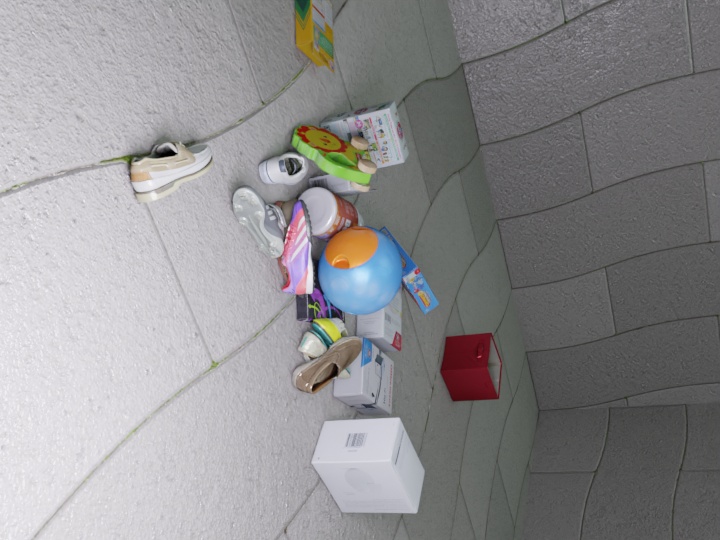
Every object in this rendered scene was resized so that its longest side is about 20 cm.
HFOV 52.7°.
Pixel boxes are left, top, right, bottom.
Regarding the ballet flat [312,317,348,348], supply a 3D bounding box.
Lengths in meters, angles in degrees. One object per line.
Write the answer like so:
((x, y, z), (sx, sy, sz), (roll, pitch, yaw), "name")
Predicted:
((-0.063, 0.150, 1.708), (0.067, 0.066, 0.201), (-46, 150, -17), "ballet flat")

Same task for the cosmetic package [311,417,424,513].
((0.022, 0.454, 1.684), (0.124, 0.195, 0.202), (-69, 144, -47), "cosmetic package")

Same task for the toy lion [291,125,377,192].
((-0.068, -0.277, 1.708), (0.201, 0.188, 0.070), (-105, -147, -54), "toy lion")

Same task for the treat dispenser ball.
((0.000, 0.000, 1.678), (0.200, 0.197, 0.206), (-7, 90, -67), "treat dispenser ball")

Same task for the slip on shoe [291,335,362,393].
((-0.061, 0.212, 1.625), (0.198, 0.060, 0.078), (-24, 123, -37), "slip on shoe")

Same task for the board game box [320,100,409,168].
((0.011, -0.341, 1.892), (0.065, 0.196, 0.150), (-60, 137, -55), "board game box")

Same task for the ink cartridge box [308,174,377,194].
((-0.041, -0.218, 1.848), (0.199, 0.107, 0.052), (-16, 98, -67), "ink cartridge box")

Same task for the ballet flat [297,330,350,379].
((-0.089, 0.212, 1.690), (0.063, 0.067, 0.201), (-54, 136, -19), "ballet flat")

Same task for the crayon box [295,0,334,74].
((-0.117, -0.615, 1.859), (0.125, 0.051, 0.205), (23, 61, -64), "crayon box")

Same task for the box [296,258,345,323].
((-0.094, 0.053, 1.736), (0.199, 0.035, 0.146), (18, 67, -66), "box")

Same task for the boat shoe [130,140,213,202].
((-0.315, -0.185, 1.235), (0.201, 0.073, 0.070), (-56, 139, -56), "boat shoe")

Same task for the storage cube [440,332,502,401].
((0.406, 0.355, 2.646), (0.173, 0.176, 0.202), (-73, 148, -44), "storage cube")

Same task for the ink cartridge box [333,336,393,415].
((0.011, 0.273, 1.858), (0.200, 0.084, 0.149), (43, 45, -54), "ink cartridge box")

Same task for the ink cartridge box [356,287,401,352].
((0.054, 0.109, 2.008), (0.146, 0.081, 0.204), (40, 47, -58), "ink cartridge box")

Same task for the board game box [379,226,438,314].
((0.130, 0.000, 2.122), (0.201, 0.055, 0.197), (54, -1, 43), "board game box")

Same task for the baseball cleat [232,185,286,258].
((-0.208, -0.117, 1.496), (0.202, 0.068, 0.108), (72, 17, -47), "baseball cleat")

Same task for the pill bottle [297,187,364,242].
((-0.067, -0.124, 1.753), (0.199, 0.110, 0.115), (18, 67, -64), "pill bottle")

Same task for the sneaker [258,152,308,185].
((-0.153, -0.228, 1.634), (0.200, 0.069, 0.075), (-39, 119, -64), "sneaker")

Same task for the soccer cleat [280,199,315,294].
((-0.137, -0.048, 1.552), (0.068, 0.071, 0.205), (-125, -148, -74), "soccer cleat")

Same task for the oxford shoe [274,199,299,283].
((-0.142, -0.056, 1.604), (0.070, 0.073, 0.205), (-28, 110, -68), "oxford shoe")
